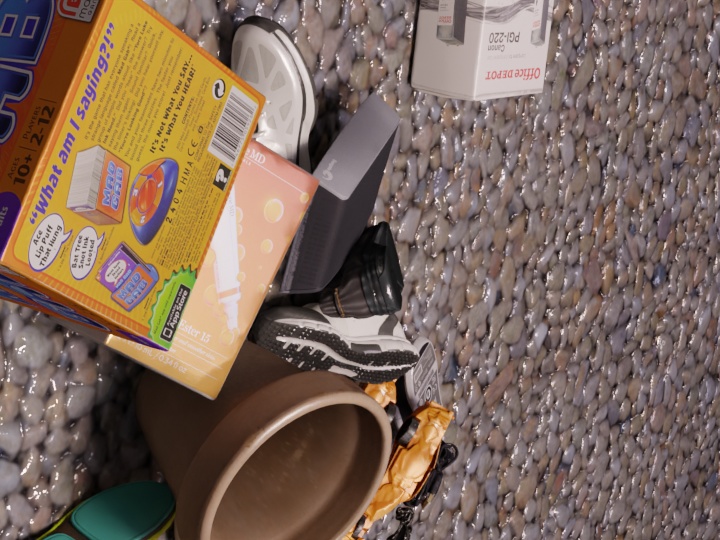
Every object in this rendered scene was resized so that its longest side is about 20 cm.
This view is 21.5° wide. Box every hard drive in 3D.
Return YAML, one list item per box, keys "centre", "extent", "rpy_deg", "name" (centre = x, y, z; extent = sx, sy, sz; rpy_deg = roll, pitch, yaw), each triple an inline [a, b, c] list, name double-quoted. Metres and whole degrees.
- centre: [-0.015, -0.069, 1.726]
  extent: [0.200, 0.042, 0.136]
  rpy_deg: [-58, 167, -59]
  name: "hard drive"

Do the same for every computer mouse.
- centre: [0.058, 0.152, 2.007]
  extent: [0.110, 0.043, 0.202]
  rpy_deg: [-54, 143, -46]
  name: "computer mouse"

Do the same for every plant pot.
- centre: [-0.100, 0.139, 1.612]
  extent: [0.199, 0.174, 0.202]
  rpy_deg: [-27, 139, -26]
  name: "plant pot"

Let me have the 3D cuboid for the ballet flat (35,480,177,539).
- centre: [-0.236, 0.241, 1.587]
  extent: [0.199, 0.067, 0.067]
  rpy_deg: [-29, 147, -46]
  name: "ballet flat"

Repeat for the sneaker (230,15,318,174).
- centre: [-0.096, -0.110, 1.637]
  extent: [0.115, 0.075, 0.202]
  rpy_deg: [-43, 138, -43]
  name: "sneaker"

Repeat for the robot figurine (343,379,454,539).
- centre: [0.004, 0.205, 1.892]
  extent: [0.144, 0.058, 0.201]
  rpy_deg: [33, 79, -11]
  name: "robot figurine"

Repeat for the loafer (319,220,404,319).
- centre: [0.000, 0.000, 1.804]
  extent: [0.200, 0.072, 0.074]
  rpy_deg: [-66, 141, -80]
  name: "loafer"

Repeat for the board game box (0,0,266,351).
- centre: [-0.225, -0.087, 1.332]
  extent: [0.200, 0.198, 0.202]
  rpy_deg: [35, 73, -56]
  name: "board game box"

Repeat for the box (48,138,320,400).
- centre: [-0.142, -0.018, 1.537]
  extent: [0.124, 0.097, 0.201]
  rpy_deg: [29, 83, -38]
  name: "box"

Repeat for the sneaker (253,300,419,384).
- centre: [-0.032, 0.058, 1.825]
  extent: [0.074, 0.081, 0.199]
  rpy_deg: [-40, 147, 29]
  name: "sneaker"

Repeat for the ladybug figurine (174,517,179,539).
- centre: [-0.104, 0.188, 1.747]
  extent: [0.135, 0.071, 0.202]
  rpy_deg: [18, 87, -57]
  name: "ladybug figurine"

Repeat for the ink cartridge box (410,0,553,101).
- centre: [0.129, -0.277, 1.908]
  extent: [0.145, 0.084, 0.202]
  rpy_deg: [-13, 115, -54]
  name: "ink cartridge box"
